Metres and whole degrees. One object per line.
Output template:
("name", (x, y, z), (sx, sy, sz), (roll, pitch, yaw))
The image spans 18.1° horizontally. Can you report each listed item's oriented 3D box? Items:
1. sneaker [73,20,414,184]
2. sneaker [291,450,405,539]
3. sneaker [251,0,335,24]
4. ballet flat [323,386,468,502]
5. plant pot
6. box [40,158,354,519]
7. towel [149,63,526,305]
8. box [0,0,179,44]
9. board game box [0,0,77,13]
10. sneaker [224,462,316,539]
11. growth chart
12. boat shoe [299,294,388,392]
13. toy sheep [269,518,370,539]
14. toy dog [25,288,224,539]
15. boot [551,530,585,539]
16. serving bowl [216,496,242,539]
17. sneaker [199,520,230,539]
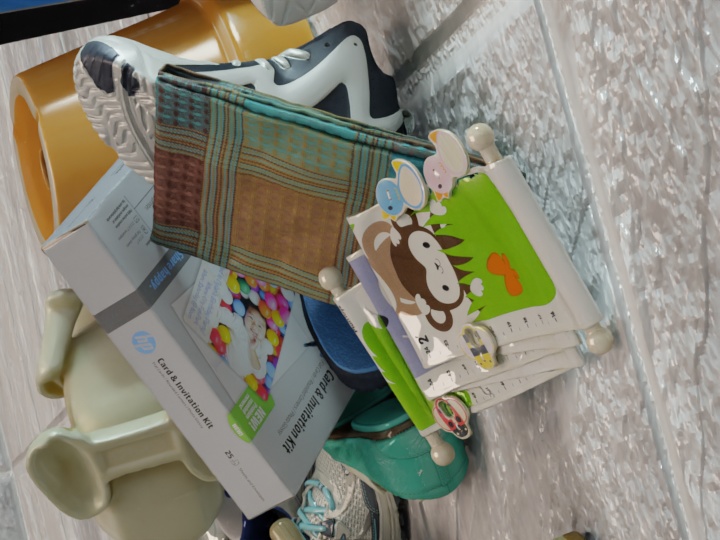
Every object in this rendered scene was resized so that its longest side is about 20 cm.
("sneaker", (-0.054, -0.099, 1.263), (0.080, 0.198, 0.130), (117, 177, -50))
("sneaker", (-0.019, 0.192, 1.506), (0.078, 0.086, 0.202), (-139, 39, -62))
("sneaker", (-0.062, -0.256, 1.305), (0.130, 0.079, 0.200), (51, 160, 39))
("ballet flat", (0.015, 0.108, 1.383), (0.071, 0.067, 0.200), (65, 167, -10))
("plant pot", (-0.130, -0.085, 1.498), (0.200, 0.182, 0.202), (167, 90, -73))
("box", (-0.086, 0.023, 1.326), (0.201, 0.041, 0.156), (55, -151, -13))
("towel", (-0.018, -0.030, 1.203), (0.147, 0.199, 0.022), (98, -168, -51))
("box", (-0.246, -0.277, 1.708), (0.104, 0.199, 0.183), (96, 155, -50))
("board game box", (-0.170, -0.221, 1.502), (0.196, 0.199, 0.056), (-151, 51, -67))
("sneaker", (-0.056, 0.118, 1.542), (0.075, 0.088, 0.201), (14, 125, 39))
("growth chart", (0.048, 0.012, 1.148), (0.145, 0.018, 0.200), (54, 146, 2))
("boat shoe", (0.000, 0.000, 1.355), (0.069, 0.083, 0.201), (84, 180, -46))
("toy sheep", (-0.001, 0.237, 1.415), (0.200, 0.137, 0.138), (47, 150, 26))
("toy dog", (-0.146, 0.080, 1.545), (0.201, 0.139, 0.194), (-106, -9, -48))
("boot", (0.050, 0.235, 1.196), (0.073, 0.154, 0.201), (-120, 24, -44))
("serving bowl", (-0.086, 0.099, 1.695), (0.200, 0.065, 0.202), (167, 90, -73))
("sneaker", (-0.119, 0.196, 1.887), (0.081, 0.075, 0.201), (-29, 76, 58))
